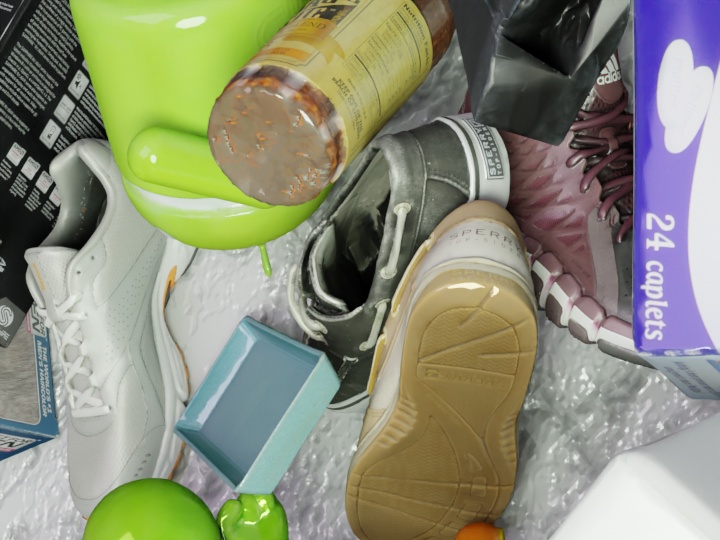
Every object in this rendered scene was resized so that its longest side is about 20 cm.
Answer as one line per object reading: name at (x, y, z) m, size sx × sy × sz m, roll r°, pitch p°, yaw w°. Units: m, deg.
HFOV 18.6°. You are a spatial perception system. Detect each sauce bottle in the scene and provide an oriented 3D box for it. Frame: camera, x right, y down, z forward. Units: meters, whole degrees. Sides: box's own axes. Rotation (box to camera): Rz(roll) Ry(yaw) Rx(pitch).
sauce bottle at (0.002, -0.103, 0.997) m, size 0.066 × 0.200 × 0.066 m, roll 14°, pitch 127°, yaw 20°

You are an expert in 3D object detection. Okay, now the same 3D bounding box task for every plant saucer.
plant saucer at (-0.049, 0.061, 1.020) m, size 0.070 × 0.019 × 0.200 m, roll -58°, pitch 12°, yaw -4°

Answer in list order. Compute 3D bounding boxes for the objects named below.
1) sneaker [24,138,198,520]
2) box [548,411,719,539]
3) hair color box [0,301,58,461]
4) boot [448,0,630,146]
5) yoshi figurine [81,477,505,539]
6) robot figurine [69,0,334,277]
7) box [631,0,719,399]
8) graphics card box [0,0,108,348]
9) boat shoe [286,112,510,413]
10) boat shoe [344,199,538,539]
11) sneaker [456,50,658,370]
sneaker at (-0.139, 0.027, 1.131) m, size 0.075 × 0.092 × 0.201 m, roll -7°, pitch 74°, yaw 39°
box at (0.137, 0.174, 0.756) m, size 0.199 × 0.200 × 0.172 m, roll 41°, pitch 107°, yaw 15°
hair color box at (-0.263, 0.072, 1.242) m, size 0.199 × 0.060 × 0.101 m, roll -23°, pitch 65°, yaw 33°
boot at (0.069, -0.168, 0.906) m, size 0.200 × 0.065 × 0.166 m, roll -95°, pitch 11°, yaw -59°
yoshi figurine at (-0.038, 0.133, 0.937) m, size 0.199 × 0.113 × 0.112 m, roll -3°, pitch 59°, yaw 8°
robot figurine at (-0.071, -0.097, 1.058) m, size 0.115 × 0.201 × 0.176 m, roll -15°, pitch 37°, yaw -4°
box at (0.208, -0.051, 0.823) m, size 0.199 × 0.105 × 0.185 m, roll -3°, pitch 76°, yaw 20°
graphics card box at (-0.179, -0.075, 1.134) m, size 0.051 × 0.126 × 0.201 m, roll 18°, pitch 74°, yaw 29°
boat shoe at (0.000, 0.000, 0.993) m, size 0.071 × 0.063 × 0.200 m, roll 64°, pitch 148°, yaw 28°
boat shoe at (0.040, 0.050, 0.960) m, size 0.200 × 0.073 × 0.069 m, roll 108°, pitch 174°, yaw -48°
sneaker at (0.104, -0.043, 0.940) m, size 0.200 × 0.075 × 0.116 m, roll 36°, pitch 121°, yaw 40°
